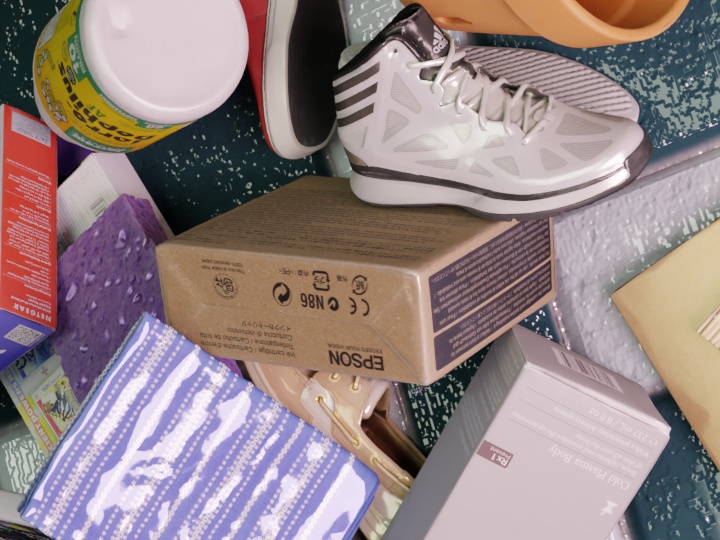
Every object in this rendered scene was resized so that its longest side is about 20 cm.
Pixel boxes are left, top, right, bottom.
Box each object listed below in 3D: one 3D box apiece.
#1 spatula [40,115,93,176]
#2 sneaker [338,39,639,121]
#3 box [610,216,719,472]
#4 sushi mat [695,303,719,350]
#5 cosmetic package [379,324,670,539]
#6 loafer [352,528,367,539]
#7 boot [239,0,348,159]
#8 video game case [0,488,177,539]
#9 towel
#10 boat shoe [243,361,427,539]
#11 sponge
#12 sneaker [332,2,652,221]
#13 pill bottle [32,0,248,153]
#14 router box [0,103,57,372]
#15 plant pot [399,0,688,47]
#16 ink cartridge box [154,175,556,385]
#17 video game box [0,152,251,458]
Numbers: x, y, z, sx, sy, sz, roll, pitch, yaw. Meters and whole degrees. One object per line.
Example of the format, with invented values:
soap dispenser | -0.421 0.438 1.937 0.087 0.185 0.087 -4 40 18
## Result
spatula | -0.184 -0.050 1.174 0.056 0.020 0.201 -38 77 30
sneaker | 0.082 -0.096 1.015 0.199 0.074 0.082 14 127 23
box | 0.265 0.053 0.931 0.163 0.021 0.201 -37 74 24
sushi mat | 0.292 -0.007 0.896 0.096 0.012 0.200 45 108 22
cosmetic package | 0.092 0.146 0.972 0.106 0.090 0.201 24 103 -11
loafer | -0.062 0.150 1.063 0.199 0.070 0.070 30 119 3
boot | -0.086 -0.173 1.100 0.143 0.072 0.202 -5 88 36
video game case | -0.167 0.196 1.086 0.199 0.182 0.024 7 67 28
towel | -0.092 0.139 0.961 0.145 0.200 0.024 -58 24 -11
boat shoe | -0.005 0.098 1.055 0.069 0.074 0.200 -41 82 19
sponge | -0.148 0.057 1.055 0.112 0.030 0.201 -43 60 20
sneaker | 0.066 -0.097 0.921 0.199 0.076 0.116 1 128 30
pill bottle | -0.160 -0.141 1.069 0.200 0.112 0.114 -10 85 64
router box | -0.300 0.006 1.149 0.199 0.049 0.181 -33 48 33
plant pot | 0.095 -0.226 0.937 0.139 0.199 0.202 -6 88 44
ink cartridge box | 0.000 0.000 0.979 0.199 0.164 0.076 6 110 35
video game box | -0.191 0.046 1.154 0.182 0.047 0.201 -37 78 26
